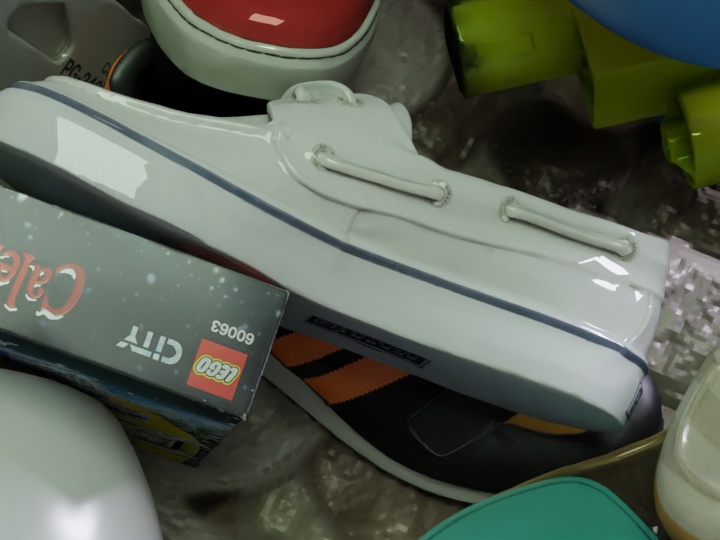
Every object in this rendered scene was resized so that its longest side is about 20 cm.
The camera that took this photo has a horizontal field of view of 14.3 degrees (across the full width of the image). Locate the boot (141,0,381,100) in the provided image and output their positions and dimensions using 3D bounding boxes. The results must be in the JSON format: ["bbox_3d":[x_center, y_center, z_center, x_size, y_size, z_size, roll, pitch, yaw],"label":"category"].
[{"bbox_3d":[-0.016,-0.152,0.852,0.072,0.145,0.200,12,37,-7],"label":"boot"}]

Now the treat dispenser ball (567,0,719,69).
[{"bbox_3d":[0.118,-0.155,0.790,0.200,0.201,0.202,-1,60,1],"label":"treat dispenser ball"}]

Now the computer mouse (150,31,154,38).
[{"bbox_3d":[-0.078,-0.141,0.967,0.140,0.046,0.201,-20,61,-8],"label":"computer mouse"}]

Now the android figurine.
[{"bbox_3d":[0.117,-0.114,0.905,0.199,0.041,0.183,-14,61,-5],"label":"android figurine"}]

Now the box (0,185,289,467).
[{"bbox_3d":[-0.126,-0.001,0.806,0.199,0.137,0.038,20,78,-5],"label":"box"}]

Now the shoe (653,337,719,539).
[{"bbox_3d":[0.145,-0.004,0.796,0.070,0.053,0.200,25,64,41],"label":"shoe"}]

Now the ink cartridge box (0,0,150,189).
[{"bbox_3d":[-0.183,-0.100,0.877,0.199,0.145,0.084,31,89,21],"label":"ink cartridge box"}]

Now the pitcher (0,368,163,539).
[{"bbox_3d":[-0.140,0.132,0.783,0.171,0.121,0.201,-2,68,21],"label":"pitcher"}]

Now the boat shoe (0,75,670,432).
[{"bbox_3d":[-0.008,-0.018,0.798,0.199,0.074,0.066,23,77,-16],"label":"boat shoe"}]

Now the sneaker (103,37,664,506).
[{"bbox_3d":[0.000,0.000,0.858,0.199,0.090,0.070,30,65,18],"label":"sneaker"}]

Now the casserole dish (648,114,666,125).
[{"bbox_3d":[0.097,-0.127,0.959,0.121,0.039,0.200,-41,68,-19],"label":"casserole dish"}]

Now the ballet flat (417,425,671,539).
[{"bbox_3d":[0.084,0.083,0.820,0.199,0.063,0.069,-26,56,-18],"label":"ballet flat"}]
